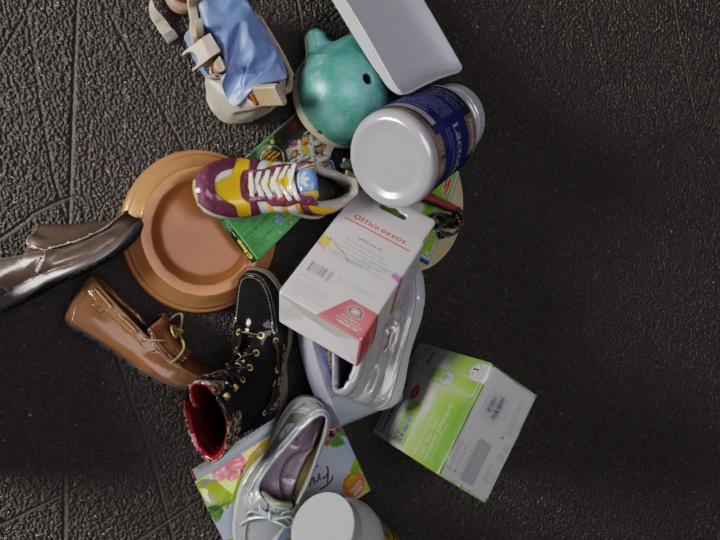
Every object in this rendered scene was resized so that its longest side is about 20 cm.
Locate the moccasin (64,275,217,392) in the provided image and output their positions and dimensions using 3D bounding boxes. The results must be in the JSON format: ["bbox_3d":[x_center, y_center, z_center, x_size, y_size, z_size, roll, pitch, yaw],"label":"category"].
[{"bbox_3d":[-0.250,0.079,0.858,0.200,0.074,0.078,36,87,-10],"label":"moccasin"}]

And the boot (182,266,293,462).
[{"bbox_3d":[-0.144,0.111,0.847,0.071,0.150,0.205,9,109,21],"label":"boot"}]

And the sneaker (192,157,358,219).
[{"bbox_3d":[-0.096,-0.102,0.839,0.196,0.089,0.077,-4,84,-37],"label":"sneaker"}]

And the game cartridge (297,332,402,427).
[{"bbox_3d":[-0.018,0.093,0.940,0.131,0.041,0.205,-13,90,-42],"label":"game cartridge"}]

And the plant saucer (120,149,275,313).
[{"bbox_3d":[-0.197,-0.048,0.889,0.195,0.037,0.206,-1,92,-22],"label":"plant saucer"}]

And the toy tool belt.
[{"bbox_3d":[-0.158,-0.275,0.848,0.124,0.122,0.202,-38,105,-16],"label":"toy tool belt"}]

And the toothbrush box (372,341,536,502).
[{"bbox_3d":[0.117,0.190,0.940,0.085,0.199,0.148,33,81,-19],"label":"toothbrush box"}]

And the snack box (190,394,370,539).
[{"bbox_3d":[-0.102,0.275,0.933,0.197,0.053,0.145,-29,103,-19],"label":"snack box"}]

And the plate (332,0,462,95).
[{"bbox_3d":[0.036,-0.322,0.920,0.202,0.032,0.199,57,38,-3],"label":"plate"}]

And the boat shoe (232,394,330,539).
[{"bbox_3d":[-0.095,0.254,0.868,0.073,0.065,0.205,29,86,-19],"label":"boat shoe"}]

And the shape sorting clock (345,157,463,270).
[{"bbox_3d":[0.061,-0.099,0.991,0.195,0.039,0.206,2,86,-26],"label":"shape sorting clock"}]

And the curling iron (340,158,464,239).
[{"bbox_3d":[0.060,-0.100,0.953,0.197,0.025,0.051,28,73,-22],"label":"curling iron"}]

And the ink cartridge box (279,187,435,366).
[{"bbox_3d":[0.000,0.000,0.875,0.115,0.068,0.201,28,57,13],"label":"ink cartridge box"}]

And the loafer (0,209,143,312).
[{"bbox_3d":[-0.341,-0.023,0.801,0.197,0.073,0.072,-28,97,-10],"label":"loafer"}]

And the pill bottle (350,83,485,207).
[{"bbox_3d":[0.080,-0.166,0.897,0.200,0.114,0.118,-41,110,-50],"label":"pill bottle"}]

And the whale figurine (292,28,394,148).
[{"bbox_3d":[-0.002,-0.258,0.920,0.158,0.103,0.203,39,66,-22],"label":"whale figurine"}]

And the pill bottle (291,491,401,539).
[{"bbox_3d":[-0.010,0.356,0.899,0.113,0.112,0.201,-46,139,-14],"label":"pill bottle"}]

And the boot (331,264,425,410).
[{"bbox_3d":[0.020,0.068,0.904,0.094,0.073,0.205,24,69,-39],"label":"boot"}]

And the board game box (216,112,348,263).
[{"bbox_3d":[-0.101,-0.114,0.906,0.200,0.023,0.106,-47,111,-30],"label":"board game box"}]
